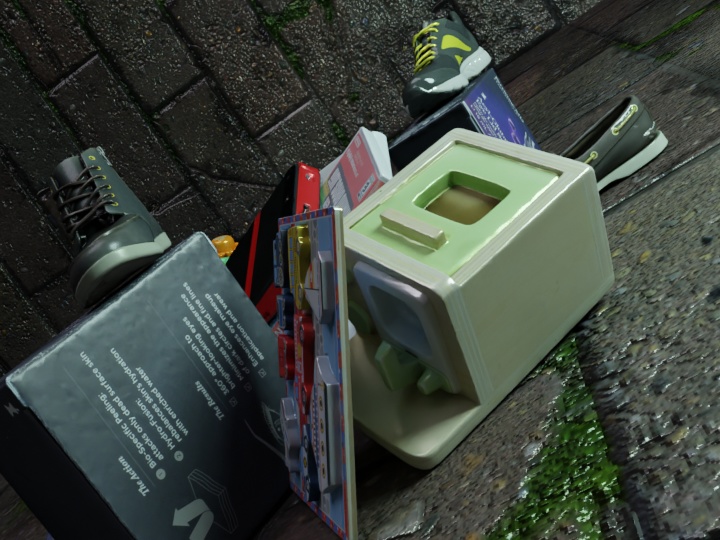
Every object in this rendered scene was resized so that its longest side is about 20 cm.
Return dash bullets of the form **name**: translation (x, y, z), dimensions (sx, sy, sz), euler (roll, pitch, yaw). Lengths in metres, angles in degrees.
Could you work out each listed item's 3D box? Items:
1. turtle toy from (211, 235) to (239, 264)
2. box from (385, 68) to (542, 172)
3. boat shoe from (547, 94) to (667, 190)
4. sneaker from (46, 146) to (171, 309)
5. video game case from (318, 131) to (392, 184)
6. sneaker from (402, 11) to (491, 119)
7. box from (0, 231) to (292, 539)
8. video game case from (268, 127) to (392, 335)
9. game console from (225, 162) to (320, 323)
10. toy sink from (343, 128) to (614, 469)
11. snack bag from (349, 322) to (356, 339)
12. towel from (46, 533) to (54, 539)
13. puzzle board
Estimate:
- **turtle toy**: translation (-0.128, 0.024, 1.113), dimensions (0.146, 0.198, 0.102), euler (120, 170, -66)
- **box**: translation (0.129, -0.125, 1.015), dimensions (0.104, 0.149, 0.200), euler (-29, 12, 26)
- **boat shoe**: translation (0.203, -0.094, 0.881), dimensions (0.200, 0.061, 0.072), euler (-35, 10, -3)
- **sneaker**: translation (-0.210, -0.038, 0.697), dimensions (0.075, 0.107, 0.200), euler (-36, 9, -3)
- **video game case**: translation (-0.025, -0.019, 0.956), dimensions (0.023, 0.202, 0.181), euler (11, -30, -38)
- **sneaker**: translation (0.083, -0.237, 1.024), dimensions (0.074, 0.085, 0.200), euler (-28, 11, 31)
- **box**: translation (-0.153, 0.114, 0.684), dimensions (0.117, 0.197, 0.200), euler (-25, 14, 45)
- **video game case**: translation (-0.040, -0.037, 0.890), dimensions (0.201, 0.017, 0.143), euler (-54, 21, 17)
- **game console**: translation (-0.098, -0.006, 0.928), dimensions (0.177, 0.031, 0.201), euler (-53, 21, 28)
- **toy sink**: translation (0.054, 0.007, 0.608), dimensions (0.200, 0.113, 0.130), euler (-40, 40, -21)
- **snack bag**: translation (0.000, 0.000, 0.818), dimensions (0.200, 0.021, 0.189), euler (-43, 23, 20)
- **towel**: translation (-0.261, 0.222, 0.807), dimensions (0.200, 0.024, 0.146), euler (-178, 102, -72)
- **puzzle board**: translation (-0.035, 0.062, 0.602), dimensions (0.017, 0.202, 0.151), euler (-3, 1, -17)
